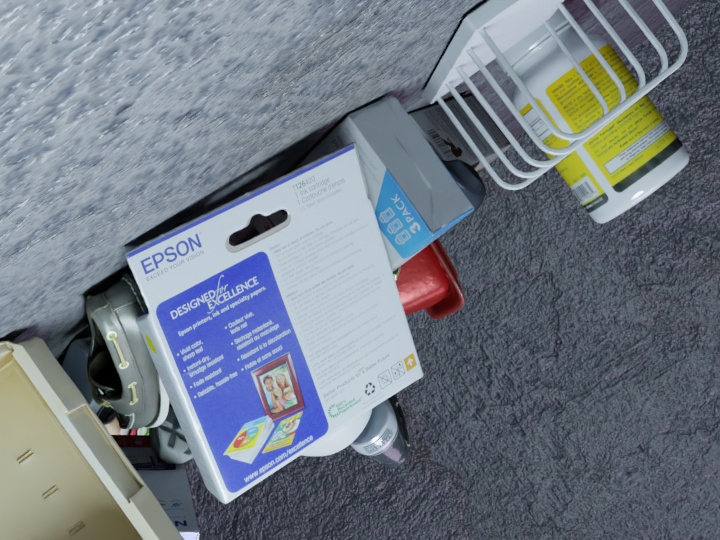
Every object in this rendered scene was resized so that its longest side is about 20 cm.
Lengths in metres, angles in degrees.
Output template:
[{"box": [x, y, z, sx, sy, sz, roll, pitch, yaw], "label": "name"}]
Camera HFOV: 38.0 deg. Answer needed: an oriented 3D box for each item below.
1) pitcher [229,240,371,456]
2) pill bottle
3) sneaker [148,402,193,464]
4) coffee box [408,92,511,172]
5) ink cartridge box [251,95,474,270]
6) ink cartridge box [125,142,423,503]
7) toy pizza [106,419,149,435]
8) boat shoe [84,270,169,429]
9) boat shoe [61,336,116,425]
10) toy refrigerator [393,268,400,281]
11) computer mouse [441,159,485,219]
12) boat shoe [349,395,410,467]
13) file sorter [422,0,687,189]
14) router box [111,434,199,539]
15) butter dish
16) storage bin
[{"box": [-0.069, 0.088, 0.901, 0.121, 0.200, 0.172, -37, -146, 6], "label": "pitcher"}, {"box": [0.223, -0.157, 1.033, 0.112, 0.201, 0.112, -35, 179, -1], "label": "pill bottle"}, {"box": [-0.164, 0.096, 0.968, 0.079, 0.075, 0.201, -32, -144, 33], "label": "sneaker"}, {"box": [0.072, -0.117, 1.122, 0.113, 0.080, 0.200, -39, 177, 28], "label": "coffee box"}, {"box": [-0.015, -0.039, 0.880, 0.068, 0.116, 0.200, -33, 176, -46], "label": "ink cartridge box"}, {"box": [-0.060, 0.035, 0.773, 0.197, 0.201, 0.047, -28, -160, -28], "label": "ink cartridge box"}, {"box": [-0.193, 0.116, 1.097, 0.200, 0.032, 0.201, -41, 145, -38], "label": "toy pizza"}, {"box": [-0.184, 0.070, 0.815, 0.060, 0.072, 0.202, -20, 153, -26], "label": "boat shoe"}, {"box": [-0.245, 0.107, 0.967, 0.068, 0.074, 0.200, -17, 158, -36], "label": "boat shoe"}, {"box": [0.000, 0.000, 1.086, 0.069, 0.077, 0.200, 6, -162, 7], "label": "toy refrigerator"}, {"box": [0.054, -0.083, 0.961, 0.059, 0.034, 0.199, -38, 147, 28], "label": "computer mouse"}, {"box": [0.003, 0.117, 1.037, 0.070, 0.066, 0.200, -38, -144, 5], "label": "boat shoe"}, {"box": [0.155, -0.162, 0.851, 0.138, 0.125, 0.200, -36, 178, -8], "label": "file sorter"}, {"box": [-0.240, 0.193, 0.861, 0.198, 0.049, 0.180, 4, -166, -17], "label": "router box"}, {"box": [0.021, -0.005, 1.344, 0.147, 0.200, 0.200, -28, 177, -11], "label": "butter dish"}, {"box": [-0.249, 0.180, 0.694, 0.198, 0.201, 0.094, -36, 179, 6], "label": "storage bin"}]
